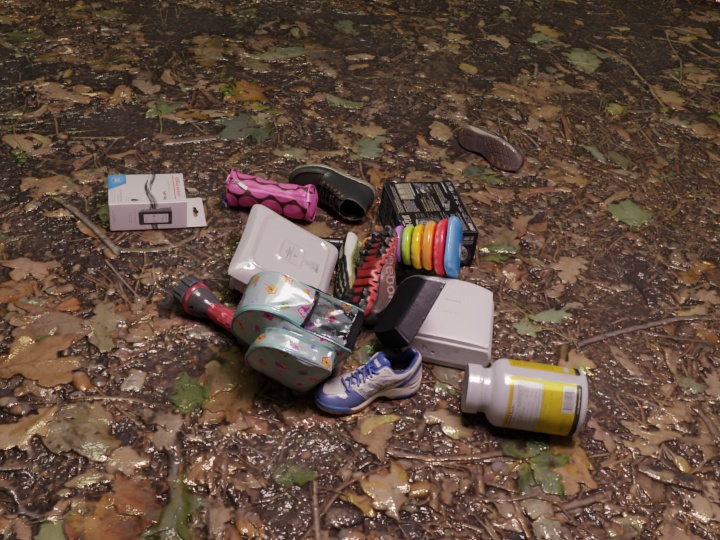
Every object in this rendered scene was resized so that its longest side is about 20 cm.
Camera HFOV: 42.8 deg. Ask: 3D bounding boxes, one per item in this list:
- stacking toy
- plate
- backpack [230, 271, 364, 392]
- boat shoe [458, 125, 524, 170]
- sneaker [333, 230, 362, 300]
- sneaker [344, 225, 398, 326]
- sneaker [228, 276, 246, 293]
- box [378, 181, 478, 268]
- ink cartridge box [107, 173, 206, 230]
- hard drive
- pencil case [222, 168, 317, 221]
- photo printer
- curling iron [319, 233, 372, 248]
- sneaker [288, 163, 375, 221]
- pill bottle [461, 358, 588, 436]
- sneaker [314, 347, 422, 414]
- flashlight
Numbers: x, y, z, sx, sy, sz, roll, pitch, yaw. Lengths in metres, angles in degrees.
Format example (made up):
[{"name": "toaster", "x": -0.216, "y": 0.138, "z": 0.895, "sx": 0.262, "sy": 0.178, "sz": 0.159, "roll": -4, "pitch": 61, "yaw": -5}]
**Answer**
[{"name": "stacking toy", "x": 0.098, "y": -0.048, "z": 1.792, "sx": 0.196, "sy": 0.116, "sz": 0.112, "roll": 3, "pitch": 73, "yaw": 14}, {"name": "plate", "x": -0.137, "y": -0.025, "z": 1.752, "sx": 0.198, "sy": 0.032, "sz": 0.201, "roll": 29, "pitch": 43, "yaw": -14}, {"name": "backpack", "x": -0.117, "y": 0.098, "z": 1.522, "sx": 0.199, "sy": 0.176, "sz": 0.155, "roll": 34, "pitch": 60, "yaw": -9}, {"name": "boat shoe", "x": 0.335, "y": -0.315, "z": 2.281, "sx": 0.073, "sy": 0.075, "sz": 0.199, "roll": -25, "pitch": 49, "yaw": -36}, {"name": "sneaker", "x": 0.000, "y": 0.000, "z": 1.805, "sx": 0.087, "sy": 0.078, "sz": 0.202, "roll": 17, "pitch": 39, "yaw": -10}, {"name": "sneaker", "x": 0.035, "y": 0.016, "z": 1.728, "sx": 0.070, "sy": 0.098, "sz": 0.203, "roll": -5, "pitch": 56, "yaw": 42}, {"name": "sneaker", "x": -0.172, "y": -0.004, "z": 1.786, "sx": 0.079, "sy": 0.074, "sz": 0.200, "roll": 34, "pitch": 46, "yaw": 10}, {"name": "box", "x": 0.141, "y": -0.100, "z": 1.943, "sx": 0.161, "sy": 0.087, "sz": 0.201, "roll": -3, "pitch": 37, "yaw": -14}, {"name": "ink cartridge box", "x": -0.424, "y": -0.145, "z": 1.914, "sx": 0.196, "sy": 0.069, "sz": 0.117, "roll": -3, "pitch": 38, "yaw": -15}, {"name": "hard drive", "x": 0.079, "y": 0.069, "z": 1.594, "sx": 0.042, "sy": 0.200, "sz": 0.136, "roll": 33, "pitch": 81, "yaw": -7}, {"name": "pencil case", "x": -0.190, "y": -0.161, "z": 1.959, "sx": 0.196, "sy": 0.094, "sz": 0.092, "roll": 10, "pitch": 66, "yaw": 5}, {"name": "photo printer", "x": 0.167, "y": 0.089, "z": 1.709, "sx": 0.163, "sy": 0.070, "sz": 0.201, "roll": 11, "pitch": 37, "yaw": 4}, {"name": "curling iron", "x": -0.034, "y": -0.059, "z": 1.909, "sx": 0.196, "sy": 0.026, "sz": 0.050, "roll": -2, "pitch": 28, "yaw": -12}, {"name": "sneaker", "x": -0.069, "y": -0.172, "z": 2.003, "sx": 0.196, "sy": 0.076, "sz": 0.107, "roll": 13, "pitch": 28, "yaw": 4}, {"name": "pill bottle", "x": 0.272, "y": 0.209, "z": 1.533, "sx": 0.196, "sy": 0.113, "sz": 0.113, "roll": 8, "pitch": 36, "yaw": 0}, {"name": "sneaker", "x": 0.013, "y": 0.177, "z": 1.548, "sx": 0.197, "sy": 0.089, "sz": 0.075, "roll": -14, "pitch": 43, "yaw": -25}, {"name": "flashlight", "x": -0.250, "y": 0.080, "z": 1.646, "sx": 0.198, "sy": 0.069, "sz": 0.067, "roll": 30, "pitch": 40, "yaw": 28}]
